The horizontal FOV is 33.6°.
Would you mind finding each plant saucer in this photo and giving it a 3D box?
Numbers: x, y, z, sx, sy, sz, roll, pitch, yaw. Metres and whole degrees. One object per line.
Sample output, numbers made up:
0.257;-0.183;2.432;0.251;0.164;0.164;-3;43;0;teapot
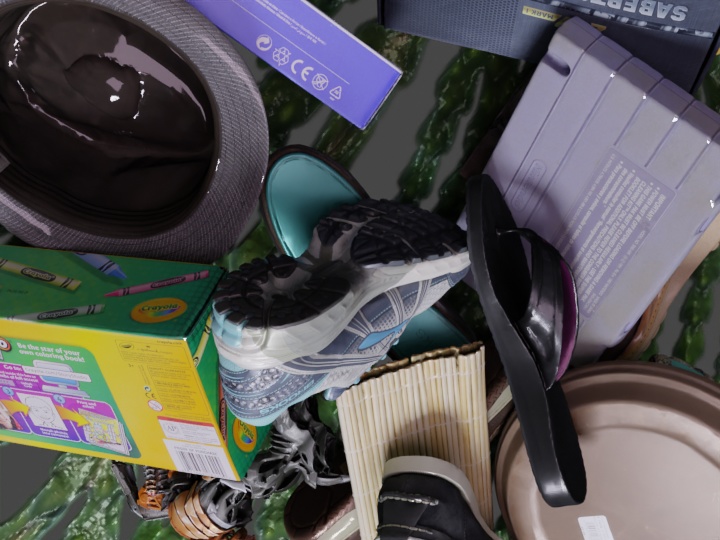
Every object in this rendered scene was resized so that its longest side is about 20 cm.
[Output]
0.178;0.150;0.755;0.199;0.029;0.201;10;119;19;plant saucer

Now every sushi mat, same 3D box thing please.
0.040;0.130;0.769;0.095;0.012;0.201;-15;130;-8;sushi mat

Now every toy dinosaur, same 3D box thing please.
-0.083;0.135;0.778;0.135;0.102;0.201;-32;102;3;toy dinosaur

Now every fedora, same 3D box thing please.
-0.142;-0.095;0.691;0.199;0.090;0.178;19;116;-1;fedora

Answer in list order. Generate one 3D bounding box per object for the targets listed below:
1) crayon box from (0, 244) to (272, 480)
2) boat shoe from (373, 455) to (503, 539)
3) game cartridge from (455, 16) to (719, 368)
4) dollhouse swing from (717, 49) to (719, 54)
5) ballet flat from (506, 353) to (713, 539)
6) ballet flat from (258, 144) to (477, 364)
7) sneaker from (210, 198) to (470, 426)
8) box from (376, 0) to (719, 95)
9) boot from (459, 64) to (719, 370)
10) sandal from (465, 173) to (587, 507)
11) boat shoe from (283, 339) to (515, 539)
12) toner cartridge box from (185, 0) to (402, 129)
-0.160;0.051;0.697;0.199;0.058;0.119;6;134;21;crayon box
0.063;0.198;0.767;0.071;0.068;0.200;-12;135;24;boat shoe
0.134;-0.037;0.715;0.129;0.038;0.200;35;137;9;game cartridge
0.206;-0.240;0.702;0.200;0.175;0.183;31;75;-30;dollhouse swing
0.146;0.114;0.801;0.075;0.068;0.200;34;127;-17;ballet flat
0.000;0.000;0.768;0.068;0.068;0.200;-38;108;2;ballet flat
-0.010;0.022;0.684;0.200;0.077;0.087;-25;134;-42;sneaker
0.110;-0.176;0.659;0.199;0.158;0.051;15;68;6;box
0.136;-0.023;0.797;0.166;0.072;0.200;32;114;0;boot
0.109;0.037;0.701;0.048;0.075;0.201;-16;92;22;sandal
0.043;0.130;0.824;0.202;0.075;0.075;-38;124;10;boat shoe
-0.073;-0.161;0.691;0.200;0.095;0.043;33;100;-18;toner cartridge box
